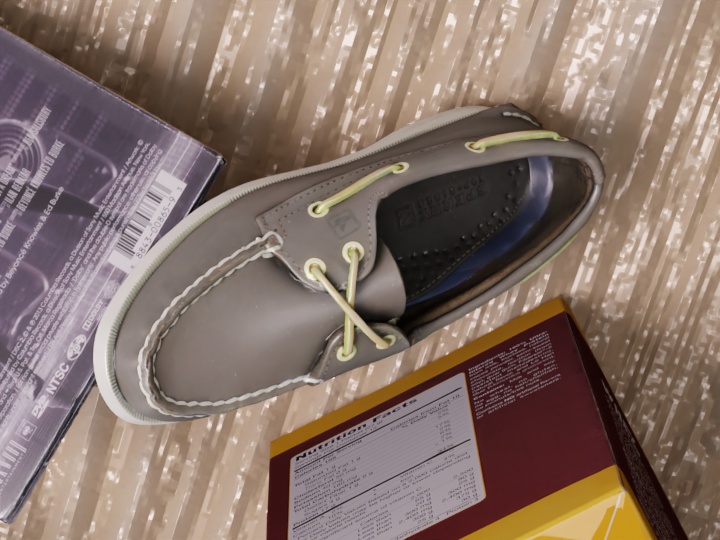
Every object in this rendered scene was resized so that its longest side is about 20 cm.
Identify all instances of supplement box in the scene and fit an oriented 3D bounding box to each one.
[{"bbox_3d":[0.068,0.149,0.819,0.132,0.200,0.198,-27,106,7],"label":"supplement box"}]

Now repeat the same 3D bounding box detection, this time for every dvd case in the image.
[{"bbox_3d":[-0.169,-0.024,0.803,0.199,0.016,0.149,30,86,11],"label":"dvd case"}]

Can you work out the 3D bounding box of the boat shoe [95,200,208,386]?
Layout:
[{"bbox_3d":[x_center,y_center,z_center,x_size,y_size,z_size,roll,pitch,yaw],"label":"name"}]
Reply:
[{"bbox_3d":[-0.122,0.005,0.846,0.198,0.073,0.063,7,115,8],"label":"boat shoe"}]

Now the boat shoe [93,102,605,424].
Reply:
[{"bbox_3d":[-0.001,-0.003,0.792,0.201,0.060,0.073,-29,114,-29],"label":"boat shoe"}]
